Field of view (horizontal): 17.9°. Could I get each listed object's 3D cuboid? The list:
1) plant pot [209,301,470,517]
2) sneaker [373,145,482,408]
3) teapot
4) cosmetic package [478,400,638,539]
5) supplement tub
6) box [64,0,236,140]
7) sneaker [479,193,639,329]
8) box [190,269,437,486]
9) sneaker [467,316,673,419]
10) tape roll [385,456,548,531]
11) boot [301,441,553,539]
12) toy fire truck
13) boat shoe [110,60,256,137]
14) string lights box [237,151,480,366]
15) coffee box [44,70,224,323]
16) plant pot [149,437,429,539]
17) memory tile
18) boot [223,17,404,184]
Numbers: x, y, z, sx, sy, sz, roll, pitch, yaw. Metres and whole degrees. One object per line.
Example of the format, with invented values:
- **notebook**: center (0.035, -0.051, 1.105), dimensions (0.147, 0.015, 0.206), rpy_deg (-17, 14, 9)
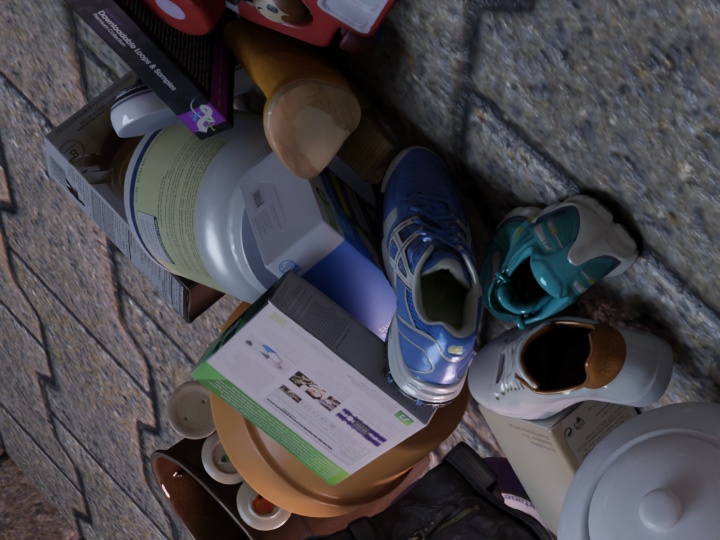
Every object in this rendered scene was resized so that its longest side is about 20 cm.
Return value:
- **plant pot**: center (-0.003, 0.089, 1.848), dimensions (0.201, 0.200, 0.140), rpy_deg (54, 143, -10)
- **sneaker**: center (0.056, -0.006, 1.600), dimensions (0.077, 0.075, 0.201), rpy_deg (121, 149, -52)
- **teapot**: center (0.203, 0.171, 1.451), dimensions (0.196, 0.202, 0.146), rpy_deg (-4, 162, 22)
- **cosmetic package**: center (0.181, 0.165, 1.714), dimensions (0.103, 0.073, 0.201), rpy_deg (14, 138, 60)
- **supplement tub**: center (-0.088, -0.052, 1.820), dimensions (0.200, 0.145, 0.146), rpy_deg (19, 143, 58)
- **box**: center (-0.155, -0.207, 1.638), dimensions (0.200, 0.036, 0.144), rpy_deg (48, -149, -43)
- **sneaker**: center (0.115, 0.000, 1.554), dimensions (0.078, 0.080, 0.200), rpy_deg (51, 162, 0)
- **box**: center (-0.035, 0.083, 1.674), dimensions (0.144, 0.036, 0.200), rpy_deg (38, 152, -6)
- **sneaker**: center (0.125, 0.059, 1.596), dimensions (0.084, 0.074, 0.199), rpy_deg (16, 165, -32)
- **tape roll**: center (0.106, 0.258, 1.855), dimensions (0.200, 0.200, 0.085), rpy_deg (39, 157, 32)
- **boot**: center (0.061, 0.244, 1.789), dimensions (0.200, 0.174, 0.069), rpy_deg (47, 169, 37)
- **toy fire truck**: center (-0.053, -0.208, 1.544), dimensions (0.167, 0.113, 0.200), rpy_deg (32, 161, -2)
- **boat shoe**: center (-0.139, -0.153, 1.748), dimensions (0.070, 0.200, 0.067), rpy_deg (-25, 92, 31)
- **string lights box**: center (0.000, 0.000, 1.692), dimensions (0.200, 0.059, 0.103), rpy_deg (39, -160, -39)
- **coffee box**: center (-0.177, -0.068, 2.043), dimensions (0.200, 0.113, 0.080), rpy_deg (45, 160, 15)
- **plant pot**: center (-0.056, 0.185, 2.095), dimensions (0.200, 0.198, 0.201), rpy_deg (43, 159, 21)
- **memory tile**: center (-0.054, 0.113, 1.965), dimensions (0.154, 0.199, 0.017), rpy_deg (53, 178, 0)
- **boot**: center (-0.055, -0.132, 1.626), dimensions (0.144, 0.071, 0.201), rpy_deg (45, -170, 24)
